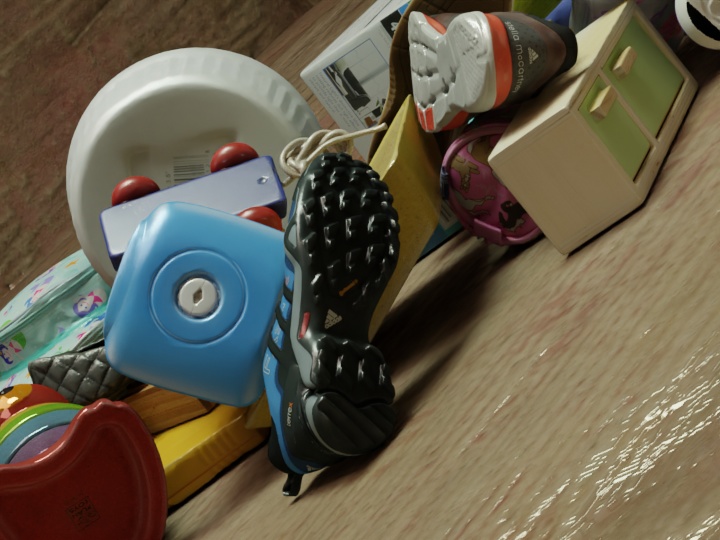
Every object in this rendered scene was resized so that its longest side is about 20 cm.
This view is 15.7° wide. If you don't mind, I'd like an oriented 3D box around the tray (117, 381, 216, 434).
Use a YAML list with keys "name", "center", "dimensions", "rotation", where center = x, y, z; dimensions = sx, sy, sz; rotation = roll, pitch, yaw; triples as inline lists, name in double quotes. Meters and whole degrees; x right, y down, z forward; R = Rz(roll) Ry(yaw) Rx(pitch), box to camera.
- name: "tray"
  center: [-0.135, 0.077, 1.863]
  dimensions: [0.099, 0.037, 0.200]
  rotation: [-43, 10, -33]

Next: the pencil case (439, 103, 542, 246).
- name: "pencil case"
  center: [0.110, -0.088, 1.712]
  dimensions: [0.086, 0.083, 0.200]
  rotation: [-19, 17, 23]

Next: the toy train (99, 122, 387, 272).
- name: "toy train"
  center: [-0.064, -0.021, 1.746]
  dimensions: [0.199, 0.116, 0.085]
  rotation: [-19, 44, -2]

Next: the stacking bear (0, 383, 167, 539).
- name: "stacking bear"
  center: [-0.200, 0.130, 1.692]
  dimensions: [0.121, 0.114, 0.200]
  rotation: [-33, 20, -10]

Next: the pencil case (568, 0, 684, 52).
- name: "pencil case"
  center: [0.178, -0.196, 1.755]
  dimensions: [0.091, 0.083, 0.200]
  rotation: [-56, -13, -6]

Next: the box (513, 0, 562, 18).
- name: "box"
  center: [0.128, -0.245, 1.745]
  dimensions: [0.122, 0.048, 0.200]
  rotation: [-46, -17, -34]

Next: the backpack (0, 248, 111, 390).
- name: "backpack"
  center: [-0.215, 0.070, 2.079]
  dimensions: [0.177, 0.151, 0.200]
  rotation: [-31, 17, 36]

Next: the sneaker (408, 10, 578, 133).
- name: "sneaker"
  center: [0.083, -0.127, 1.628]
  dimensions: [0.082, 0.077, 0.200]
  rotation: [-8, 8, -13]

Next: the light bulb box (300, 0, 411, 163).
- name: "light bulb box"
  center: [0.090, -0.205, 2.214]
  dimensions: [0.200, 0.125, 0.198]
  rotation: [-30, 13, 44]

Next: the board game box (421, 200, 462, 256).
- name: "board game box"
  center: [0.045, -0.059, 1.940]
  dimensions: [0.151, 0.047, 0.200]
  rotation: [-36, 10, 23]

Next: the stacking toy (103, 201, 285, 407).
- name: "stacking toy"
  center: [-0.091, 0.038, 1.680]
  dimensions: [0.200, 0.109, 0.116]
  rotation: [70, -143, -76]

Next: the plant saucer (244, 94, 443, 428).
- name: "plant saucer"
  center: [0.000, 0.000, 1.678]
  dimensions: [0.200, 0.048, 0.200]
  rotation: [-62, 4, 15]

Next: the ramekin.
- name: "ramekin"
  center: [-0.119, -0.059, 1.907]
  dimensions: [0.200, 0.201, 0.098]
  rotation: [-39, 8, 5]

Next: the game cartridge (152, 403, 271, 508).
- name: "game cartridge"
  center: [-0.130, 0.129, 1.800]
  dimensions: [0.200, 0.032, 0.176]
  rotation: [-34, 10, 19]

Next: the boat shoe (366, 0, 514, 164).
- name: "boat shoe"
  center: [0.057, -0.138, 1.763]
  dimensions: [0.065, 0.072, 0.200]
  rotation: [-60, -9, -54]

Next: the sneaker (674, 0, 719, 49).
- name: "sneaker"
  center: [0.254, -0.196, 1.710]
  dimensions: [0.200, 0.081, 0.146]
  rotation: [-48, 2, -23]

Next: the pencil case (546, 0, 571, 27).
- name: "pencil case"
  center: [0.168, -0.188, 1.913]
  dimensions: [0.200, 0.087, 0.078]
  rotation: [-28, 37, 23]

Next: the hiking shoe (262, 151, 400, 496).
- name: "hiking shoe"
  center: [-0.028, 0.024, 1.518]
  dimensions: [0.087, 0.074, 0.201]
  rotation: [-35, 42, 46]

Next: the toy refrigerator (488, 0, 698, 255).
- name: "toy refrigerator"
  center: [0.148, -0.093, 1.603]
  dimensions: [0.070, 0.076, 0.200]
  rotation: [-34, 10, 28]

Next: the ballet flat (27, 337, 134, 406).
- name: "ballet flat"
  center: [-0.143, 0.032, 1.823]
  dimensions: [0.200, 0.057, 0.066]
  rotation: [-38, 10, -5]
